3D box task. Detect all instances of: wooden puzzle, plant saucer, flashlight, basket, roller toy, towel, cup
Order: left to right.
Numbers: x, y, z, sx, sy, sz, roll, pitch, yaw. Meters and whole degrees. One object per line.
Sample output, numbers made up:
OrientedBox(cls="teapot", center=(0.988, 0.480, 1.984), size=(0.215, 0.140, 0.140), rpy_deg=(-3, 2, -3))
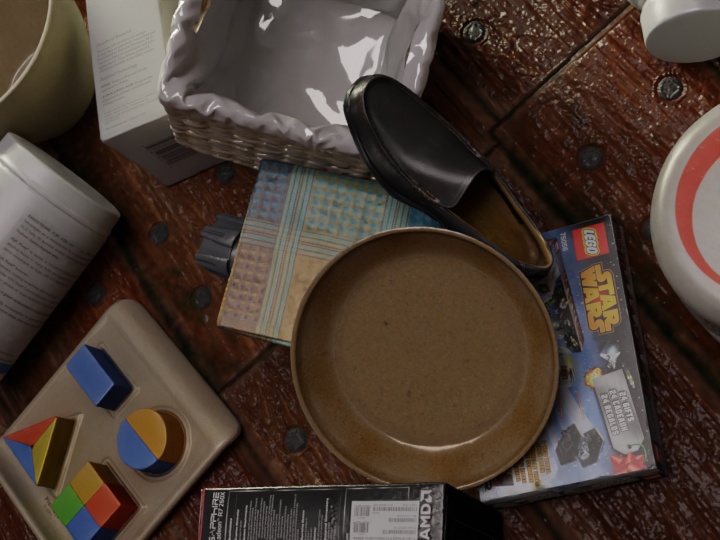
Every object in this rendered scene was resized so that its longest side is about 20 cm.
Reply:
OrientedBox(cls="cup", center=(-0.332, -0.199, 1.343), size=(0.199, 0.143, 0.201), rpy_deg=(-8, 70, 23))
OrientedBox(cls="wooden puzzle", center=(-0.225, 0.147, 1.226), size=(0.200, 0.046, 0.185), rpy_deg=(-47, 59, 4))
OrientedBox(cls="basket", center=(-0.047, -0.181, 1.148), size=(0.199, 0.161, 0.199), rpy_deg=(15, 77, -4))
OrientedBox(cls="flashlight", center=(-0.047, 0.003, 1.179), size=(0.199, 0.068, 0.068), rpy_deg=(15, 81, 28))
OrientedBox(cls="towel", center=(0.000, 0.000, 1.103), size=(0.199, 0.022, 0.147), rpy_deg=(13, 78, 10))
OrientedBox(cls="plant saucer", center=(0.048, 0.064, 1.046), size=(0.199, 0.035, 0.201), rpy_deg=(2, 101, 12))
OrientedBox(cls="roller toy", center=(0.300, -0.027, 0.980), size=(0.182, 0.140, 0.201), rpy_deg=(-19, 66, 19))

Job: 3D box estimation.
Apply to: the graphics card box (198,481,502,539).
OrientedBox(cls="graphics card box", center=(-0.006, 0.194, 1.057), size=(0.199, 0.125, 0.051), rpy_deg=(-6, 68, 23))

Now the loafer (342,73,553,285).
OrientedBox(cls="loafer", center=(0.070, -0.068, 1.035), size=(0.073, 0.200, 0.072), rpy_deg=(-50, 15, -20))

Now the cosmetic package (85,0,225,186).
OrientedBox(cls="cosmetic package", center=(-0.185, -0.196, 1.290), size=(0.081, 0.113, 0.201), rpy_deg=(-20, 63, 18))

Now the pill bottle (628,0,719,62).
OrientedBox(cls="pill bottle", center=(0.252, -0.269, 1.104), size=(0.112, 0.112, 0.201), rpy_deg=(-12, 67, 22))

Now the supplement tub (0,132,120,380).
OrientedBox(cls="supplement tub", center=(-0.326, -0.008, 1.280), size=(0.132, 0.132, 0.200), rpy_deg=(38, 91, 31))

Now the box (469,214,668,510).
OrientedBox(cls="box", center=(0.147, 0.070, 1.077), size=(0.136, 0.040, 0.201), rpy_deg=(-15, 67, 22))
